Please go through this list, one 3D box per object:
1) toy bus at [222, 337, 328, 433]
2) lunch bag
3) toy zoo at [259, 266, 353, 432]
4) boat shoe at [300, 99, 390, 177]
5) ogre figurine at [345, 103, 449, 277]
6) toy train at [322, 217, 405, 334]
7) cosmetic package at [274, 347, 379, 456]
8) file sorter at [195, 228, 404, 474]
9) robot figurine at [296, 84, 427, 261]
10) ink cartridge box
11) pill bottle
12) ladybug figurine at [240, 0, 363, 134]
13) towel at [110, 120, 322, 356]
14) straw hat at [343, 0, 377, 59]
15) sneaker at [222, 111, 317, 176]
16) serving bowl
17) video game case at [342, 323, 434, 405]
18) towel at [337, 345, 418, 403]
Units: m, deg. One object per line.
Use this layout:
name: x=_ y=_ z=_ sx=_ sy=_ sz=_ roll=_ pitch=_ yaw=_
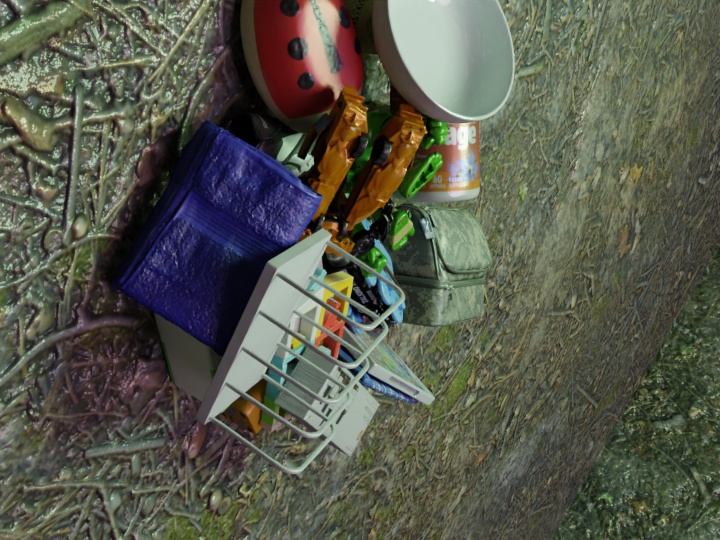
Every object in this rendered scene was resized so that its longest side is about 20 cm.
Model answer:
toy bus: x=-0.105 y=0.099 z=1.363 sx=0.201 sy=0.078 sz=0.065 roll=-52 pitch=150 yaw=-24
lunch bag: x=0.102 y=-0.012 z=1.594 sx=0.199 sy=0.138 sz=0.170 roll=-3 pitch=98 yaw=-60
toy zoo: x=-0.062 y=0.084 z=1.312 sx=0.131 sy=0.020 sz=0.202 roll=-31 pitch=140 yaw=-51
boat shoe: x=-0.021 y=-0.162 z=1.348 sx=0.200 sy=0.063 sz=0.074 roll=-32 pitch=149 yaw=-38
ogre figurine: x=0.017 y=-0.107 z=1.268 sx=0.098 sy=0.120 sz=0.201 roll=-33 pitch=151 yaw=-41
toy train: x=0.000 y=0.000 z=1.422 sx=0.200 sy=0.086 sz=0.115 roll=53 pitch=26 yaw=-54
cosmetic package: x=-0.037 y=0.166 z=1.357 sx=0.083 sy=0.050 sz=0.200 roll=-57 pitch=156 yaw=-10
file sorter: x=-0.057 y=0.085 z=1.140 sx=0.201 sy=0.124 sz=0.139 roll=-63 pitch=169 yaw=24
robot figurine: x=-0.016 y=-0.096 z=1.182 sx=0.144 sy=0.059 sz=0.201 roll=15 pitch=127 yaw=-23
ink cartridge box: x=-0.134 y=0.039 z=1.259 sx=0.200 sy=0.083 sz=0.146 roll=-45 pitch=146 yaw=-34
pill bottle: x=0.090 y=-0.189 z=1.324 sx=0.112 sy=0.111 sz=0.202 roll=-17 pitch=109 yaw=-55
ladybug figurine: x=-0.054 y=-0.236 z=1.154 sx=0.136 sy=0.072 sz=0.201 roll=-42 pitch=124 yaw=-25
towel: x=-0.147 y=-0.032 z=1.108 sx=0.201 sy=0.147 sz=0.050 roll=-58 pitch=-175 yaw=2
straw hat: x=0.009 y=-0.291 z=1.256 sx=0.201 sy=0.085 sz=0.203 roll=-40 pitch=142 yaw=-40
sneaker: x=-0.104 y=-0.140 z=1.195 sx=0.200 sy=0.066 sz=0.091 roll=-38 pitch=144 yaw=-39
serving bowl: x=0.082 y=-0.253 z=1.206 sx=0.199 sy=0.065 sz=0.202 roll=15 pitch=67 yaw=-39
video game case: x=0.018 y=0.113 z=1.508 sx=0.018 sy=0.143 sz=0.200 roll=-46 pitch=147 yaw=5
towel: x=-0.003 y=0.122 z=1.493 sx=0.024 sy=0.145 sz=0.200 roll=-51 pitch=154 yaw=4
